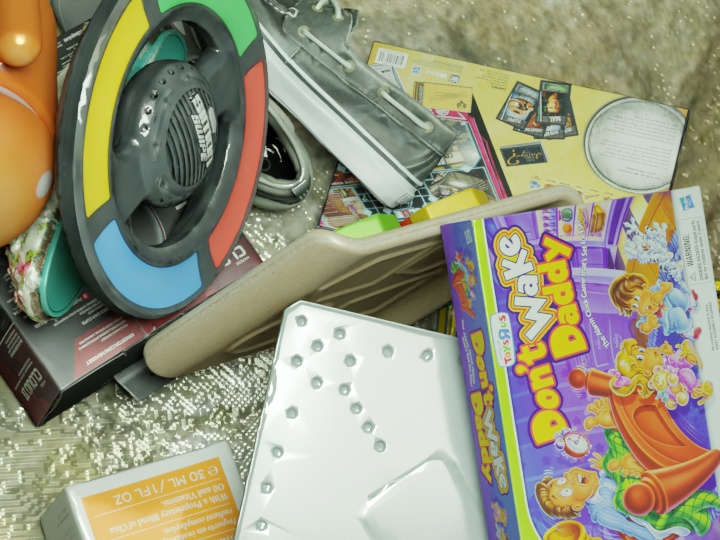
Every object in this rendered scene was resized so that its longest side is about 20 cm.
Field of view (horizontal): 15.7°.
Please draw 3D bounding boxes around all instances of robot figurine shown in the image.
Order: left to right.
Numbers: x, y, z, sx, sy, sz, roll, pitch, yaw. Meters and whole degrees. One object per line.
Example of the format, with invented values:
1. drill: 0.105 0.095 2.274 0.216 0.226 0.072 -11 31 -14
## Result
1. robot figurine: -0.217 -0.087 1.371 0.144 0.117 0.200 -16 47 10

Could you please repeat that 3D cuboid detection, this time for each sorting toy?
1. sorting toy: 0.000 0.000 1.449 0.200 0.185 0.037 -10 74 -42

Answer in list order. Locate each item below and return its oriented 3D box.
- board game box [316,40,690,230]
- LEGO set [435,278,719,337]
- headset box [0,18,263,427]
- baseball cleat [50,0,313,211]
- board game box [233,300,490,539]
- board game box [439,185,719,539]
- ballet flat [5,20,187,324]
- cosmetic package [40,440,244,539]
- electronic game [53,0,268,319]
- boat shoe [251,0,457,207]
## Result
1. board game box: 0.087 -0.055 1.575 0.200 0.035 0.136 13 64 8
2. LEGO set: 0.128 0.075 1.501 0.154 0.200 0.116 18 68 -33
3. headset box: -0.163 -0.019 1.488 0.149 0.075 0.200 -33 83 -26
4. baseball cleat: -0.101 -0.117 1.529 0.200 0.106 0.070 40 82 1
5. board game box: 0.034 0.135 1.384 0.200 0.026 0.200 14 83 -10
6. board game box: 0.125 0.064 1.368 0.134 0.045 0.200 -9 90 -20
7. ballet flat: -0.158 -0.059 1.435 0.064 0.076 0.200 12 59 21
8. cosmetic package: -0.093 0.206 1.429 0.101 0.071 0.200 -16 77 -24
9. electronic game: -0.103 -0.073 1.392 0.042 0.200 0.200 9 61 26
10. boat shoe: -0.026 -0.128 1.532 0.200 0.072 0.071 45 93 -5
